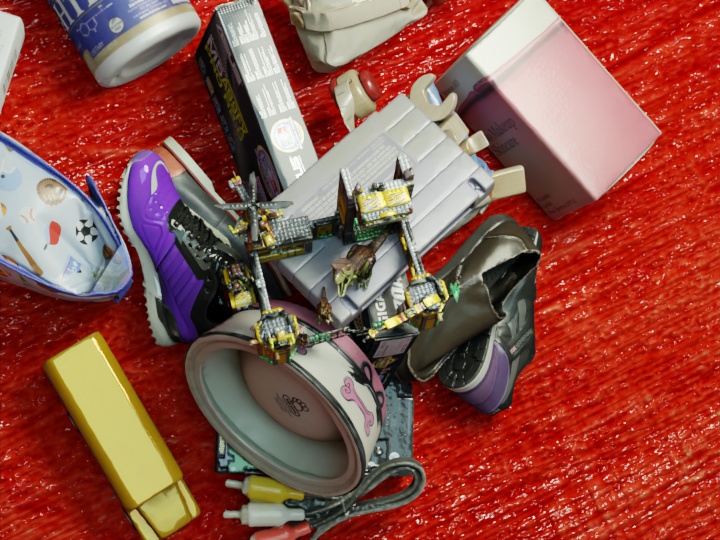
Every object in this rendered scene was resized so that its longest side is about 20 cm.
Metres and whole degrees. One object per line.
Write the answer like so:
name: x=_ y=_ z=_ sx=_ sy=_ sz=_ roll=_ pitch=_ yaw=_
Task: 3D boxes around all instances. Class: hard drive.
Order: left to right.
hard drive: x=-0.045 y=0.135 z=1.389 sx=0.198 sy=0.038 sz=0.141 roll=2 pitch=82 yaw=-15

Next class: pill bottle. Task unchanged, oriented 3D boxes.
pill bottle: x=-0.254 y=-0.293 z=1.352 sx=0.119 sy=0.120 sz=0.201 roll=-32 pitch=90 yaw=-16

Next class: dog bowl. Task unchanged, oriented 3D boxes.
dog bowl: x=-0.062 y=0.112 z=1.276 sx=0.200 sy=0.200 sz=0.074 roll=45 pitch=55 yaw=-4

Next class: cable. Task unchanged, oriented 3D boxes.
cable: x=-0.032 y=0.237 z=1.350 sx=0.198 sy=0.050 sz=0.098 roll=-7 pitch=97 yaw=2

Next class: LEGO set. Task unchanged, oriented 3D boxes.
LEGO set: x=-0.018 y=-0.013 z=1.150 sx=0.198 sy=0.116 sz=0.155 roll=-6 pitch=69 yaw=-5

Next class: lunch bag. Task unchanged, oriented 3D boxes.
lunch bag: x=-0.296 y=-0.040 z=1.283 sx=0.199 sy=0.170 sz=0.124 roll=34 pitch=81 yaw=-6

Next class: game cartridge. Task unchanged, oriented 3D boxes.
game cartridge: x=0.008 y=-0.056 z=1.250 sx=0.200 sy=0.038 sz=0.130 roll=-42 pitch=72 yaw=-17

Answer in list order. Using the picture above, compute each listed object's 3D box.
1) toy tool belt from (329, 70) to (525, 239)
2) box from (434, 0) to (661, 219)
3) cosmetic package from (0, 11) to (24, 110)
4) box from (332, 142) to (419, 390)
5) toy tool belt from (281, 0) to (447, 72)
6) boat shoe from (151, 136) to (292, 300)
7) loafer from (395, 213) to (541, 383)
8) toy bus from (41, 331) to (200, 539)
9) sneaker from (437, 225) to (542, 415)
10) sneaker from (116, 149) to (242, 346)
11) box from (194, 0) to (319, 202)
toy tool belt: x=0.071 y=-0.136 z=1.393 sx=0.122 sy=0.125 sz=0.201 roll=-30 pitch=105 yaw=13
box: x=0.191 y=-0.168 z=1.442 sx=0.109 sy=0.128 sz=0.200 roll=-44 pitch=93 yaw=-14
cosmetic package: x=-0.432 y=-0.217 z=1.323 sx=0.198 sy=0.074 sz=0.103 roll=18 pitch=78 yaw=-9
box: x=0.000 y=0.000 z=1.331 sx=0.046 sy=0.159 sz=0.202 roll=-6 pitch=68 yaw=-14
toy tool belt: x=0.008 y=-0.297 z=1.418 sx=0.199 sy=0.125 sz=0.124 roll=-34 pitch=100 yaw=-16
boat shoe: x=-0.147 y=-0.039 z=1.371 sx=0.062 sy=0.071 sz=0.200 roll=-41 pitch=93 yaw=-8
loafer: x=0.104 y=0.032 z=1.370 sx=0.201 sy=0.071 sz=0.073 roll=-52 pitch=134 yaw=-7
toy bus: x=-0.225 y=0.161 z=1.319 sx=0.065 sy=0.078 sz=0.201 roll=-30 pitch=90 yaw=-16
sneaker: x=0.149 y=0.053 z=1.444 sx=0.087 sy=0.075 sz=0.201 roll=41 pitch=65 yaw=-36
sneaker: x=-0.160 y=-0.022 z=1.312 sx=0.099 sy=0.070 sz=0.202 roll=0 pitch=118 yaw=21
box: x=-0.099 y=-0.146 z=1.350 sx=0.044 sy=0.160 sz=0.202 roll=-21 pitch=89 yaw=-15
